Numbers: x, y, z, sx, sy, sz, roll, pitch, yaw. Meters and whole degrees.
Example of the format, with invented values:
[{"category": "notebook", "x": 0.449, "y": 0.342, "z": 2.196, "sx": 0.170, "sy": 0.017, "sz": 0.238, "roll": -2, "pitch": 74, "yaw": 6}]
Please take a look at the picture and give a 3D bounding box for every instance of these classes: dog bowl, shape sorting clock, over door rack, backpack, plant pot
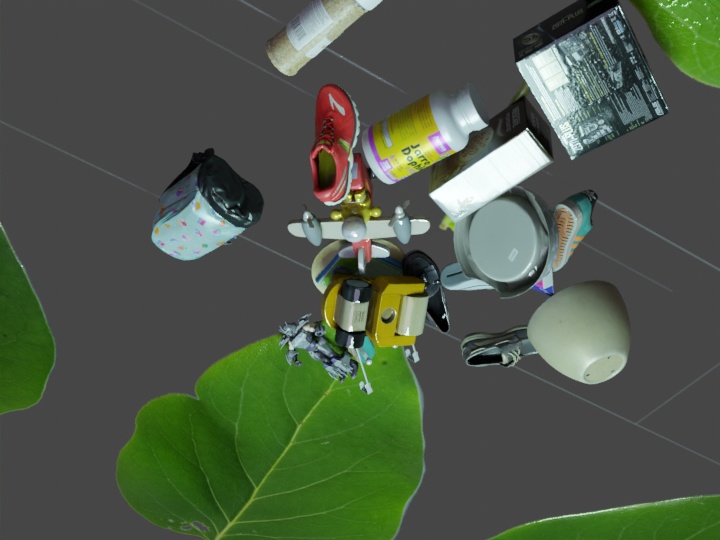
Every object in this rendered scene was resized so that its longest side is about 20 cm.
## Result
[{"category": "dog bowl", "x": 0.258, "y": -0.055, "z": 1.278, "sx": 0.058, "sy": 0.201, "sz": 0.200, "roll": -9, "pitch": 149, "yaw": -43}, {"category": "shape sorting clock", "x": 0.000, "y": 0.000, "z": 1.463, "sx": 0.197, "sy": 0.040, "sz": 0.202, "roll": -3, "pitch": 133, "yaw": -3}, {"category": "over door rack", "x": 0.060, "y": 0.160, "z": 1.530, "sx": 0.147, "sy": 0.066, "sz": 0.202, "roll": -30, "pitch": 133, "yaw": -22}, {"category": "backpack", "x": -0.299, "y": -0.110, "z": 1.354, "sx": 0.198, "sy": 0.128, "sz": 0.167, "roll": -24, "pitch": 128, "yaw": 30}, {"category": "plant pot", "x": 0.443, "y": 0.138, "z": 1.414, "sx": 0.197, "sy": 0.135, "sz": 0.202, "roll": -11, "pitch": 137, "yaw": -10}]

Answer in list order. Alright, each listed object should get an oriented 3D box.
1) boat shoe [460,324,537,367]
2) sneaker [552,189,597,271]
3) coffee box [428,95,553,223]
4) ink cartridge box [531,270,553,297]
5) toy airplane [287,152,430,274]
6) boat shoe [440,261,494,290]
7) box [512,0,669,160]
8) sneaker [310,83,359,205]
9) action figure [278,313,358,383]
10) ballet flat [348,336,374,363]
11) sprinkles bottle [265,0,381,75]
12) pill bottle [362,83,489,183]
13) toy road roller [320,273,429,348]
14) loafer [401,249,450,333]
[{"category": "boat shoe", "x": 0.311, "y": 0.171, "z": 1.545, "sx": 0.197, "sy": 0.074, "sz": 0.075, "roll": -11, "pitch": 129, "yaw": 18}, {"category": "sneaker", "x": 0.379, "y": -0.070, "z": 1.324, "sx": 0.079, "sy": 0.072, "sz": 0.201, "roll": -31, "pitch": 157, "yaw": -19}, {"category": "coffee box", "x": 0.216, "y": -0.184, "z": 1.220, "sx": 0.199, "sy": 0.115, "sz": 0.080, "roll": -33, "pitch": 118, "yaw": 30}, {"category": "ink cartridge box", "x": 0.309, "y": -0.031, "z": 1.363, "sx": 0.094, "sy": 0.037, "sz": 0.202, "roll": 26, "pitch": 147, "yaw": 40}, {"category": "toy airplane", "x": -0.006, "y": -0.081, "z": 1.299, "sx": 0.199, "sy": 0.142, "sz": 0.200, "roll": 40, "pitch": 115, "yaw": -12}, {"category": "boat shoe", "x": 0.247, "y": -0.003, "z": 1.395, "sx": 0.066, "sy": 0.075, "sz": 0.198, "roll": 13, "pitch": 165, "yaw": -43}, {"category": "box", "x": 0.351, "y": -0.298, "z": 1.116, "sx": 0.162, "sy": 0.087, "sz": 0.200, "roll": -26, "pitch": 123, "yaw": 27}, {"category": "sneaker", "x": -0.048, "y": -0.210, "z": 1.202, "sx": 0.076, "sy": 0.085, "sz": 0.203, "roll": -1, "pitch": 91, "yaw": 19}, {"category": "action figure", "x": -0.098, "y": 0.173, "z": 1.614, "sx": 0.199, "sy": 0.070, "sz": 0.130, "roll": 35, "pitch": 132, "yaw": -18}, {"category": "ballet flat", "x": -0.017, "y": 0.125, "z": 1.550, "sx": 0.067, "sy": 0.068, "sz": 0.201, "roll": 39, "pitch": 153, "yaw": 34}, {"category": "sprinkles bottle", "x": -0.057, "y": -0.383, "z": 1.115, "sx": 0.199, "sy": 0.069, "sz": 0.068, "roll": -31, "pitch": 121, "yaw": 31}, {"category": "pill bottle", "x": 0.108, "y": -0.228, "z": 1.202, "sx": 0.198, "sy": 0.105, "sz": 0.104, "roll": -24, "pitch": 124, "yaw": 27}, {"category": "toy road roller", "x": 0.019, "y": 0.064, "z": 1.403, "sx": 0.197, "sy": 0.146, "sz": 0.125, "roll": 1, "pitch": 107, "yaw": -26}, {"category": "loafer", "x": 0.141, "y": 0.045, "z": 1.456, "sx": 0.071, "sy": 0.063, "sz": 0.201, "roll": -27, "pitch": 129, "yaw": -1}]
